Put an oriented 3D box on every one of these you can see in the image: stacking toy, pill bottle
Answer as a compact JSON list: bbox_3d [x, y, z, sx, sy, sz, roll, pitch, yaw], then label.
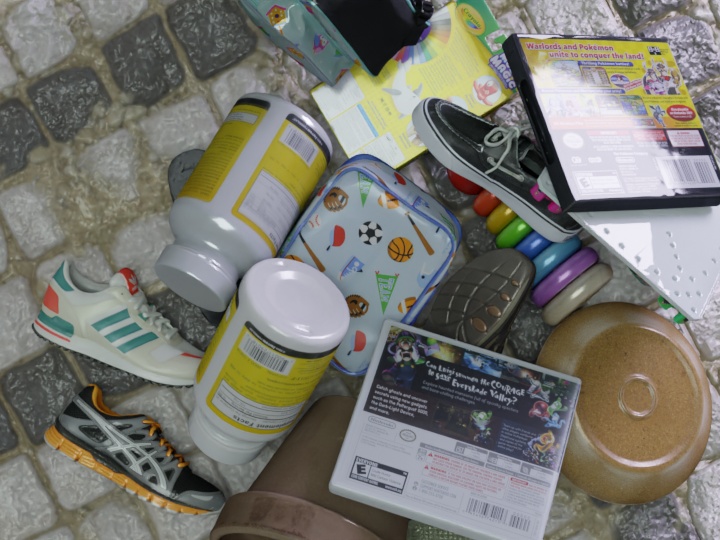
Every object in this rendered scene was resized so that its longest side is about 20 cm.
[{"bbox_3d":[0.161,-0.047,1.512,0.085,0.085,0.201,-38,82,3],"label":"stacking toy"},{"bbox_3d":[-0.096,0.094,1.457,0.111,0.111,0.201,33,127,3],"label":"pill bottle"},{"bbox_3d":[-0.118,-0.065,1.475,0.111,0.112,0.201,29,70,3],"label":"pill bottle"}]

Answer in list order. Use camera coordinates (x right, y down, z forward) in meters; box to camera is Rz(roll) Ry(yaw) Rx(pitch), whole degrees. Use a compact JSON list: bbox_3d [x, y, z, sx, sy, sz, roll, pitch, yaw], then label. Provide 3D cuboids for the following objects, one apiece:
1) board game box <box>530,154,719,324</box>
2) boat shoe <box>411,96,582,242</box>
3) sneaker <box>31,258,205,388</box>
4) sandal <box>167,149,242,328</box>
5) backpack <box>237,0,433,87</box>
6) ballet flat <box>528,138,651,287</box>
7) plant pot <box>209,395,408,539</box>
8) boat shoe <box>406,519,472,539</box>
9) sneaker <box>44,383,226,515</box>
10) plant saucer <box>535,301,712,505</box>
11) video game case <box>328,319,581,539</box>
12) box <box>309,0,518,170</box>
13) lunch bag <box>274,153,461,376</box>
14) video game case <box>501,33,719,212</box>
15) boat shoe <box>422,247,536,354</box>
[{"bbox_3d":[0.274,-0.073,1.452,0.200,0.026,0.200,41,50,-5],"label":"board game box"},{"bbox_3d":[0.141,-0.110,1.452,0.199,0.074,0.068,41,134,5],"label":"boat shoe"},{"bbox_3d":[-0.231,0.051,1.534,0.198,0.070,0.094,19,98,6],"label":"sneaker"},{"bbox_3d":[-0.151,-0.024,1.542,0.075,0.043,0.202,-22,89,3],"label":"sandal"},{"bbox_3d":[-0.046,-0.291,1.462,0.153,0.176,0.201,-37,62,11],"label":"backpack"},{"bbox_3d":[0.250,-0.070,1.499,0.200,0.069,0.071,46,136,0],"label":"ballet flat"},{"bbox_3d":[-0.026,0.221,1.468,0.198,0.201,0.176,21,64,3],"label":"plant pot"},{"bbox_3d":[0.090,0.253,1.523,0.075,0.062,0.200,45,108,0],"label":"boat shoe"},{"bbox_3d":[-0.221,0.187,1.535,0.199,0.078,0.078,28,83,2],"label":"sneaker"},{"bbox_3d":[0.265,0.127,1.483,0.198,0.035,0.203,4,77,-17],"label":"plant saucer"},{"bbox_3d":[0.090,0.153,1.404,0.198,0.023,0.183,17,60,5],"label":"video game case"},{"bbox_3d":[0.062,-0.184,1.526,0.199,0.048,0.118,-31,89,6],"label":"box"},{"bbox_3d":[0.000,0.000,1.500,0.160,0.076,0.201,34,109,-5],"label":"lunch bag"},{"bbox_3d":[0.245,-0.142,1.441,0.198,0.026,0.182,-4,66,-32],"label":"video game case"},{"bbox_3d":[0.107,0.059,1.503,0.200,0.073,0.075,-51,60,20],"label":"boat shoe"}]
